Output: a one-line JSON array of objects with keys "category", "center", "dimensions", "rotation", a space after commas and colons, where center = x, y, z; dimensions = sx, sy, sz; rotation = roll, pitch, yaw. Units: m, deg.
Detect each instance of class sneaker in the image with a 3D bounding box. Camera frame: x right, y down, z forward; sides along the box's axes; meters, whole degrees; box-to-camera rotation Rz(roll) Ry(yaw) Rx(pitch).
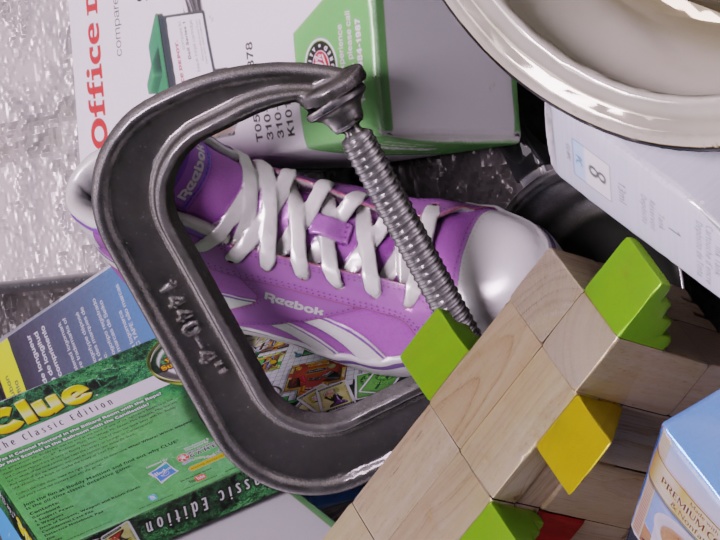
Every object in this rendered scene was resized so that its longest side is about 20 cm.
[{"category": "sneaker", "center": [-0.025, -0.012, 1.089], "dimensions": [0.200, 0.114, 0.073], "rotation": [2, 67, 25]}]

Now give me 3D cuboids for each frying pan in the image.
[{"category": "frying pan", "center": [0.072, -0.009, 1.120], "dimensions": [0.190, 0.031, 0.115], "rotation": [52, 126, 36]}]

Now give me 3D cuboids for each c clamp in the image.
[{"category": "c clamp", "center": [0.000, 0.000, 1.053], "dimensions": [0.171, 0.027, 0.200], "rotation": [-31, 104, 13]}]

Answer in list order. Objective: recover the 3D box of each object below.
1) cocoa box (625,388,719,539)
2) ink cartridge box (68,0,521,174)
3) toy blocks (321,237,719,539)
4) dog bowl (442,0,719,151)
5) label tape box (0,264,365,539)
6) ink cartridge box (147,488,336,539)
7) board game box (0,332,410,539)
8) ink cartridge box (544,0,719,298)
[{"category": "cocoa box", "center": [0.199, 0.123, 0.923], "dimensions": [0.200, 0.133, 0.131], "rotation": [53, 161, 24]}, {"category": "ink cartridge box", "center": [-0.034, -0.114, 1.152], "dimensions": [0.200, 0.084, 0.146], "rotation": [-7, 86, 47]}, {"category": "toy blocks", "center": [0.083, 0.077, 1.017], "dimensions": [0.200, 0.137, 0.100], "rotation": [-53, 46, 21]}, {"category": "dog bowl", "center": [0.106, -0.143, 0.873], "dimensions": [0.200, 0.074, 0.200], "rotation": [20, 126, 30]}, {"category": "label tape box", "center": [-0.093, 0.075, 1.266], "dimensions": [0.200, 0.066, 0.143], "rotation": [-32, 76, 43]}, {"category": "ink cartridge box", "center": [-0.047, 0.186, 1.140], "dimensions": [0.145, 0.087, 0.200], "rotation": [32, 141, 52]}, {"category": "board game box", "center": [-0.055, 0.056, 1.128], "dimensions": [0.105, 0.200, 0.023], "rotation": [48, 154, 48]}, {"category": "ink cartridge box", "center": [0.186, -0.040, 0.922], "dimensions": [0.200, 0.160, 0.047], "rotation": [39, 154, 33]}]
